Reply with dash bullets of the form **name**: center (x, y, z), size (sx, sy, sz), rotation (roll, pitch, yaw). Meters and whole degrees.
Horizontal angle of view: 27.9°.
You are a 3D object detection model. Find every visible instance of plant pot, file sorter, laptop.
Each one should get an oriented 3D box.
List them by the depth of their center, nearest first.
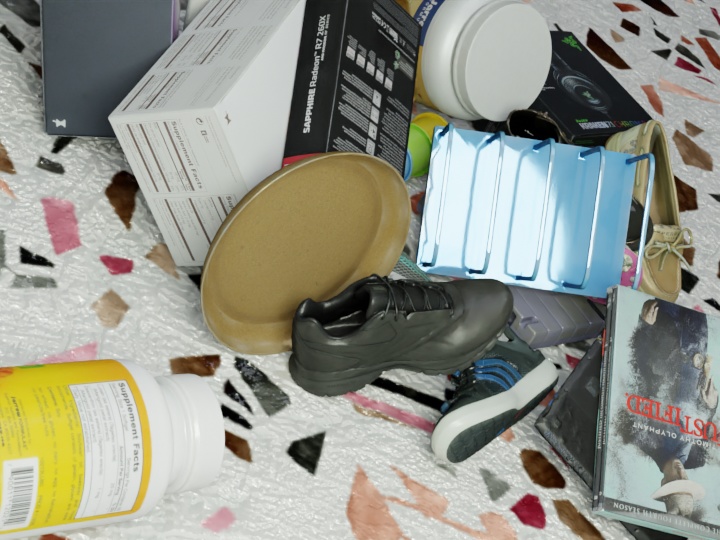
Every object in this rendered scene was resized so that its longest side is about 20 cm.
- **plant pot**: center (-0.048, -0.017, 1.182), size (0.198, 0.202, 0.028), rotation (-4, 38, -39)
- **laptop**: center (0.241, 0.141, 1.319), size (0.177, 0.103, 0.200), rotation (46, 60, -8)
- **file sorter**: center (0.161, -0.054, 1.338), size (0.197, 0.141, 0.123), rotation (8, 1, -3)

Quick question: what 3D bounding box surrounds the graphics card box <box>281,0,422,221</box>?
- **graphics card box**: center (-0.005, -0.147, 1.254), size (0.125, 0.050, 0.203), rotation (30, 62, -52)

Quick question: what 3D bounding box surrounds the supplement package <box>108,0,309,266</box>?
- **supplement package**: center (-0.099, -0.125, 1.253), size (0.110, 0.157, 0.201), rotation (-1, 38, 29)

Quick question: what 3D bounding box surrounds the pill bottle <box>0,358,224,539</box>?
- **pill bottle**: center (-0.196, 0.118, 0.981), size (0.198, 0.112, 0.112), rotation (-2, 46, -38)

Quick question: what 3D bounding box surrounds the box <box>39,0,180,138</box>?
- **box**: center (-0.224, -0.257, 1.320), size (0.121, 0.202, 0.200), rotation (2, 42, -7)

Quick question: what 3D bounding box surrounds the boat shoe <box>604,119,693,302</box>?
- **boat shoe**: center (0.312, -0.060, 1.557), size (0.073, 0.062, 0.203), rotation (-3, 76, -38)

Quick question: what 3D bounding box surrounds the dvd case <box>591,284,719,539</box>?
- **dvd case**: center (0.270, 0.126, 1.267), size (0.144, 0.022, 0.203), rotation (17, 69, -23)

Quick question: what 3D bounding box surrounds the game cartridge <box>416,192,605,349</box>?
- **game cartridge**: center (0.156, -0.005, 1.461), size (0.129, 0.039, 0.201), rotation (-2, 47, -43)

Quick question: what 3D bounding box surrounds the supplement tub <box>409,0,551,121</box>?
- **supplement tub**: center (0.094, -0.244, 1.552), size (0.143, 0.146, 0.199), rotation (-3, 21, -38)

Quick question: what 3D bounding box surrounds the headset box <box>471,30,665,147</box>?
- **headset box**: center (0.220, -0.190, 1.680), size (0.173, 0.093, 0.201), rotation (-6, 49, -42)

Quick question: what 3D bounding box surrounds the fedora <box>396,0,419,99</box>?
- **fedora**: center (0.000, -0.180, 1.425), size (0.082, 0.201, 0.200), rotation (43, 37, 14)

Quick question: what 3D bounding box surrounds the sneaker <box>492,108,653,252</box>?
- **sneaker**: center (0.219, -0.087, 1.486), size (0.199, 0.075, 0.106), rotation (32, -10, 3)

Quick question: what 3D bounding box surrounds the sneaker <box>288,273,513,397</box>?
- **sneaker**: center (0.035, 0.041, 1.203), size (0.197, 0.091, 0.076), rotation (-17, 48, -11)

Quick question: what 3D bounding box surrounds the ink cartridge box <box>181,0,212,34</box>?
- **ink cartridge box**: center (-0.125, -0.251, 1.396), size (0.084, 0.202, 0.147), rotation (13, 37, -7)

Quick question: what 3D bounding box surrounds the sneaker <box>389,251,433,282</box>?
- **sneaker**: center (0.000, 0.000, 1.321), size (0.199, 0.078, 0.091), rotation (38, 19, 4)

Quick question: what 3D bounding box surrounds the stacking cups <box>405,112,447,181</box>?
- **stacking cups**: center (0.018, -0.104, 1.467), size (0.060, 0.061, 0.199), rotation (42, 41, 16)

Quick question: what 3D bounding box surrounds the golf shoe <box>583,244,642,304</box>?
- **golf shoe**: center (0.188, -0.038, 1.450), size (0.199, 0.076, 0.092), rotation (32, 20, -3)

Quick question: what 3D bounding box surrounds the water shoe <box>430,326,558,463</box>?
- **water shoe**: center (0.099, 0.105, 1.254), size (0.079, 0.072, 0.199), rotation (46, 28, 15)
